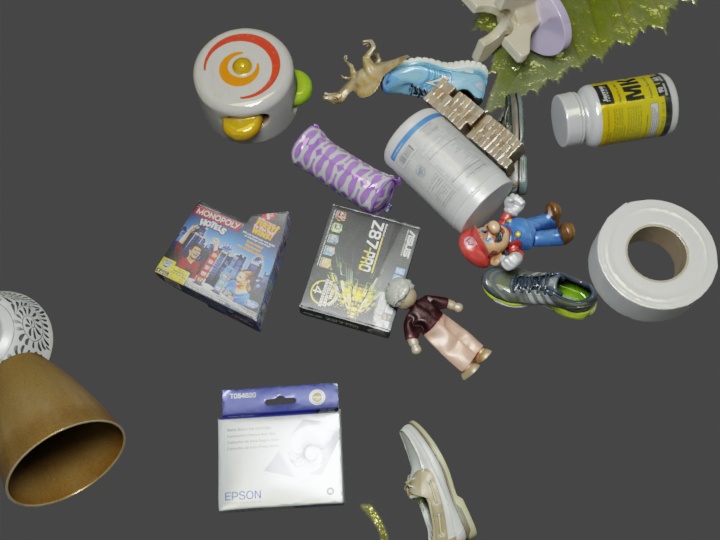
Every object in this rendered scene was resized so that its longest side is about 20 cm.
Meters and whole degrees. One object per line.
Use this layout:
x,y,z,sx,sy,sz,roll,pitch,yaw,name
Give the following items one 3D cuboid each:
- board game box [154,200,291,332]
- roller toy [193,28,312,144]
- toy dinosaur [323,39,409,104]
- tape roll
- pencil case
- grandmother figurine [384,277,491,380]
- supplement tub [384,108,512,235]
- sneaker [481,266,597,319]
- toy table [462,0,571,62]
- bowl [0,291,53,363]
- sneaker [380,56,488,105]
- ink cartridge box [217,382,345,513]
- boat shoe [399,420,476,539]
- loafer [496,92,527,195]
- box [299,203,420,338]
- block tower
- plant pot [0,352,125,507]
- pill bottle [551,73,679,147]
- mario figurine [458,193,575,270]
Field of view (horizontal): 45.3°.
-0.213,-0.029,1.487,0.200,0.062,0.200,26,70,11,board game box
-0.208,-0.335,1.565,0.182,0.140,0.200,39,75,15,roller toy
0.021,-0.370,1.598,0.200,0.058,0.101,-22,60,32,toy dinosaur
0.493,-0.018,1.466,0.202,0.071,0.203,-1,69,1,tape roll
-0.027,-0.178,1.529,0.200,0.084,0.086,34,81,14,pencil case
0.117,0.090,1.414,0.200,0.061,0.121,45,54,2,grandmother figurine
0.150,-0.173,1.500,0.132,0.132,0.200,-40,74,-14,supplement tub
0.303,0.025,1.445,0.200,0.081,0.074,9,69,5,sneaker
0.282,-0.469,1.600,0.117,0.184,0.200,-27,57,-26,toy table
-0.621,0.112,1.422,0.201,0.094,0.201,0,68,0,bowl
0.137,-0.339,1.596,0.200,0.078,0.090,0,74,3,sneaker
-0.127,0.277,1.376,0.199,0.041,0.200,-4,68,-1,ink cartridge box
0.104,0.331,1.332,0.068,0.075,0.200,-23,71,-14,boat shoe
0.265,-0.231,1.556,0.063,0.072,0.200,-2,70,6,loafer
0.000,0.000,1.479,0.161,0.049,0.200,17,71,4,box
0.204,-0.254,1.519,0.058,0.054,0.200,-46,71,5,block tower
-0.494,0.227,1.343,0.186,0.186,0.200,-34,59,-12,plant pot
0.453,-0.283,1.547,0.200,0.114,0.114,-10,69,-3,pill bottle
0.261,-0.067,1.458,0.200,0.123,0.106,-15,106,-15,mario figurine
